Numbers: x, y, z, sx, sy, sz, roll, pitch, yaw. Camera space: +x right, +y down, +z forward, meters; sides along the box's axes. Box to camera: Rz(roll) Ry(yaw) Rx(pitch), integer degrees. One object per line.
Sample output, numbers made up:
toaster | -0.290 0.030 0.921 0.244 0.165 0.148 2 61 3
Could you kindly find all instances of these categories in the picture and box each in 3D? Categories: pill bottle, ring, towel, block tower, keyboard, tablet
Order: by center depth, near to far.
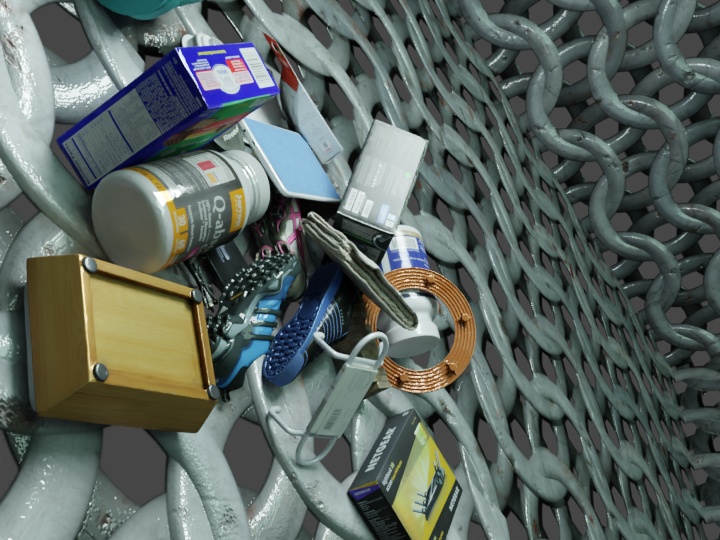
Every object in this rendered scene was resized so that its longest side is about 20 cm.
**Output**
pill bottle | -0.201 -0.076 0.924 0.199 0.116 0.117 -29 92 -53
keyboard | -0.196 -0.019 1.020 0.201 0.020 0.127 60 25 -5
towel | 0.000 0.000 1.137 0.200 0.034 0.132 48 -5 -40
tablet | -0.098 -0.154 1.140 0.131 0.014 0.200 59 18 10
block tower | -0.017 0.091 1.203 0.054 0.057 0.202 9 57 -59
ring | 0.088 0.090 1.248 0.019 0.198 0.202 122 -51 -71
pill bottle | 0.067 0.036 1.338 0.115 0.115 0.202 25 47 -51

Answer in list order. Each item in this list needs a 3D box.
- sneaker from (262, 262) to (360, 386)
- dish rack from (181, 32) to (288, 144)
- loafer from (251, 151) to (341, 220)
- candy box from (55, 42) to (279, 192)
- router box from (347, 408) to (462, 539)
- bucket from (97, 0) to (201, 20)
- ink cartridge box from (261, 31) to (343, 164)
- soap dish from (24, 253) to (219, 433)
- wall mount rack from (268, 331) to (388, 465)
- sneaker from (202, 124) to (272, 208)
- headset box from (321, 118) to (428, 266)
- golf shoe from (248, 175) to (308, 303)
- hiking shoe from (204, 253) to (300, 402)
sneaker | -0.058 0.085 1.078 0.078 0.070 0.201 52 51 -30
dish rack | -0.186 -0.281 1.249 0.199 0.043 0.173 16 53 -55
loafer | -0.098 -0.145 1.245 0.200 0.075 0.069 37 31 -49
candy box | -0.218 -0.178 0.920 0.078 0.199 0.169 61 28 -5
router box | 0.071 0.320 1.159 0.158 0.052 0.200 59 27 -8
bucket | -0.280 -0.441 1.055 0.208 0.206 0.135 56 37 -13
ink cartridge box | -0.111 -0.278 1.284 0.201 0.057 0.163 52 1 -25
soap dish | -0.233 0.074 0.798 0.199 0.081 0.159 24 46 -54
wall mount rack | -0.025 0.154 1.042 0.074 0.201 0.173 38 11 36
sneaker | -0.183 -0.157 1.058 0.200 0.090 0.067 44 41 -20
headset box | 0.018 -0.098 1.233 0.092 0.200 0.176 21 64 -1
golf shoe | -0.116 -0.049 1.146 0.092 0.072 0.202 47 34 -63
hiking shoe | -0.135 0.060 0.981 0.200 0.074 0.087 -51 130 -36
